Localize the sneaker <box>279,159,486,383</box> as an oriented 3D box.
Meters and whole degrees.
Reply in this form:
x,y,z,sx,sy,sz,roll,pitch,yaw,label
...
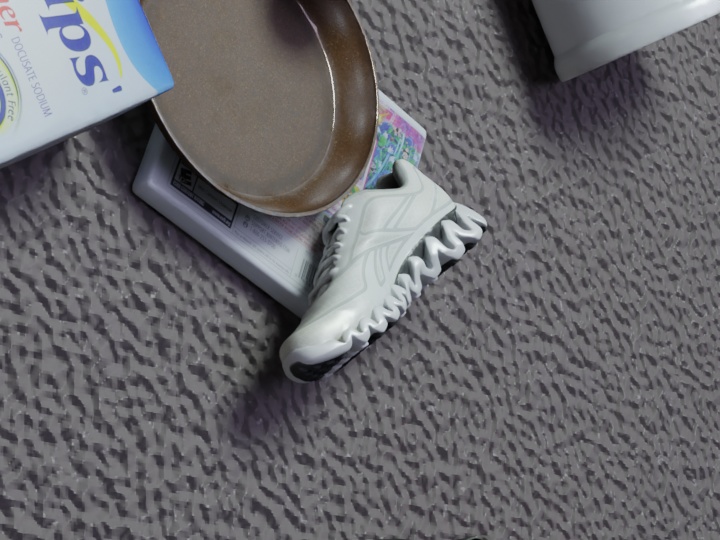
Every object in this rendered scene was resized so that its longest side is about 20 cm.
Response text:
x,y,z,sx,sy,sz,roll,pitch,yaw,label
0.000,0.000,1.273,0.081,0.075,0.200,49,44,-3,sneaker

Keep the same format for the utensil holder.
x,y,z,sx,sy,sz,roll,pitch,yaw,label
0.190,-0.268,1.519,0.169,0.169,0.202,-26,93,-47,utensil holder

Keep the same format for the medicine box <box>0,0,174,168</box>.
x,y,z,sx,sy,sz,roll,pitch,yaw,label
-0.229,-0.141,1.084,0.199,0.102,0.184,-31,99,-46,medicine box

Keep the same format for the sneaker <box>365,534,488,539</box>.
x,y,z,sx,sy,sz,roll,pitch,yaw,label
0.010,0.241,1.203,0.075,0.106,0.201,42,50,-28,sneaker

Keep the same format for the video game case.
x,y,z,sx,sy,sz,roll,pitch,yaw,label
-0.046,-0.073,1.310,0.200,0.024,0.183,38,52,-31,video game case

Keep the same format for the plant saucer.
x,y,z,sx,sy,sz,roll,pitch,yaw,label
-0.070,-0.127,1.265,0.199,0.032,0.202,18,63,-40,plant saucer
